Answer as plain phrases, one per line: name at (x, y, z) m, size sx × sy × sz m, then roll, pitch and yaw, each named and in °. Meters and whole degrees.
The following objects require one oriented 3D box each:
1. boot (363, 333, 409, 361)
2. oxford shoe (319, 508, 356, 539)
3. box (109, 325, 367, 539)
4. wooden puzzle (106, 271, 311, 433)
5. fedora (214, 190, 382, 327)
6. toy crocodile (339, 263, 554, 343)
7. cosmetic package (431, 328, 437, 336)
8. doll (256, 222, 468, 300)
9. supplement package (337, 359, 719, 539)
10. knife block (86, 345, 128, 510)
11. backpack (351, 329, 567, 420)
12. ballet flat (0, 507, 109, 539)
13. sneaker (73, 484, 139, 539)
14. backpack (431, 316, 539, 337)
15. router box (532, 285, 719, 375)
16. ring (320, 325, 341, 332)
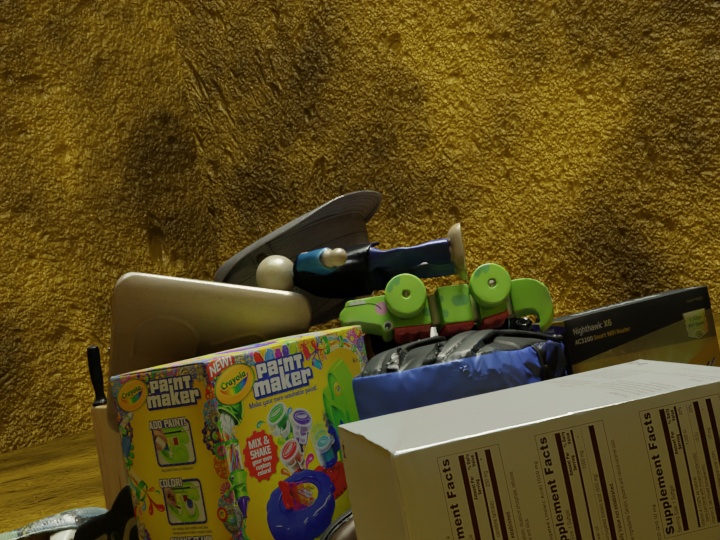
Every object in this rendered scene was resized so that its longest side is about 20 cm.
boot at (0.002, 0.136, 1.325) m, size 0.076 × 0.201 × 0.156 m, roll 24°, pitch -46°, yaw -7°
oxford shoe at (0.065, 0.192, 1.024) m, size 0.197 × 0.074 × 0.084 m, roll -11°, pitch 1°, yaw -15°
box at (-0.087, 0.162, 1.188) m, size 0.121 × 0.195 × 0.199 m, roll -11°, pitch 0°, yaw 39°
wooden puzzle at (-0.149, 0.084, 1.347) m, size 0.183 × 0.202 × 0.047 m, roll 7°, pitch 40°, yaw -7°
fedora at (-0.050, 0.007, 1.411) m, size 0.198 × 0.091 × 0.177 m, roll -28°, pitch -10°, yaw 13°
toy crocodile at (0.078, 0.037, 1.272) m, size 0.197 × 0.063 × 0.068 m, roll -7°, pitch -18°, yaw -5°
cosmetic package at (0.070, 0.138, 1.513) m, size 0.082 × 0.201 × 0.051 m, roll -20°, pitch 41°, yaw 6°
doll at (0.000, 0.000, 1.304) m, size 0.197 × 0.049 × 0.137 m, roll -7°, pitch -18°, yaw 5°
supplement package at (0.108, 0.141, 0.757) m, size 0.197 × 0.149 × 0.191 m, roll -11°, pitch -1°, yaw -9°
knife block at (-0.253, 0.173, 1.519) m, size 0.063 × 0.176 × 0.201 m, roll -10°, pitch -42°, yaw -34°
backpack at (0.095, 0.133, 1.195) m, size 0.161 × 0.170 × 0.199 m, roll -17°, pitch -11°, yaw 23°
ballet flat at (-0.320, 0.285, 1.356) m, size 0.198 × 0.075 × 0.074 m, roll -13°, pitch 0°, yaw -30°
sneaker at (-0.175, 0.231, 1.312) m, size 0.115 × 0.077 × 0.200 m, roll -10°, pitch -14°, yaw -46°
backpack at (0.113, 0.144, 1.412) m, size 0.197 × 0.168 × 0.127 m, roll -11°, pitch 43°, yaw -2°
router box at (0.271, 0.110, 1.368) m, size 0.198 × 0.159 × 0.052 m, roll -12°, pitch 0°, yaw -32°
ring at (-0.032, 0.065, 1.469) m, size 0.198 × 0.019 × 0.200 m, roll -17°, pitch -5°, yaw -1°
